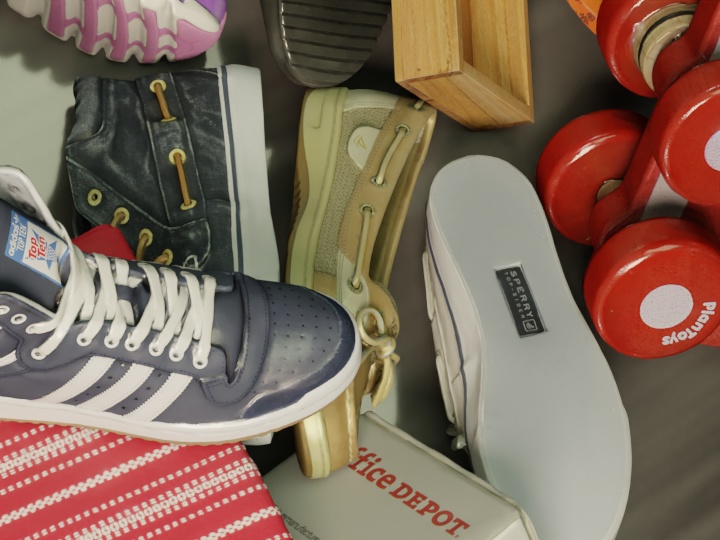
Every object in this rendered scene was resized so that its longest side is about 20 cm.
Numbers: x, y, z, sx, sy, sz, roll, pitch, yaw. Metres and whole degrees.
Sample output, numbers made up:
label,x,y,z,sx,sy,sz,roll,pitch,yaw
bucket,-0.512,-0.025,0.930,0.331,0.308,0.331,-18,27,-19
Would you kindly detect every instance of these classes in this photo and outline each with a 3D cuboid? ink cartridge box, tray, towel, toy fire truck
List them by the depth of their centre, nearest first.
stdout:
label,x,y,z,sx,sy,sz,roll,pitch,yaw
towel,-0.123,0.082,1.057,0.144,0.023,0.201,-23,63,-16
ink cartridge box,-0.028,0.164,1.088,0.199,0.146,0.083,-36,121,-16
toy fire truck,0.184,-0.046,1.170,0.167,0.201,0.112,8,33,-20
tray,0.044,-0.175,1.214,0.037,0.099,0.202,-7,77,23

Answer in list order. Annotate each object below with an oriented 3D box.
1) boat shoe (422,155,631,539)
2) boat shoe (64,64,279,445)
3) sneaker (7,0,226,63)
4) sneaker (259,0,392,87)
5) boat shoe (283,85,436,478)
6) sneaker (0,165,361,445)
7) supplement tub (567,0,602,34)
label,x,y,z,sx,sy,sz,roll,pitch,yaw
boat shoe,0.065,0.054,1.170,0.074,0.086,0.203,-10,62,-15
boat shoe,-0.084,-0.006,1.145,0.090,0.071,0.201,-3,51,-6
sneaker,-0.148,-0.166,1.185,0.199,0.081,0.089,24,66,-5
sneaker,-0.033,-0.180,1.212,0.074,0.088,0.202,9,77,-41
boat shoe,0.000,0.001,1.151,0.063,0.073,0.202,1,50,3
sneaker,-0.097,0.013,1.023,0.198,0.109,0.071,1,58,-2
supplement tub,0.189,-0.193,1.235,0.199,0.123,0.123,-32,85,-17
